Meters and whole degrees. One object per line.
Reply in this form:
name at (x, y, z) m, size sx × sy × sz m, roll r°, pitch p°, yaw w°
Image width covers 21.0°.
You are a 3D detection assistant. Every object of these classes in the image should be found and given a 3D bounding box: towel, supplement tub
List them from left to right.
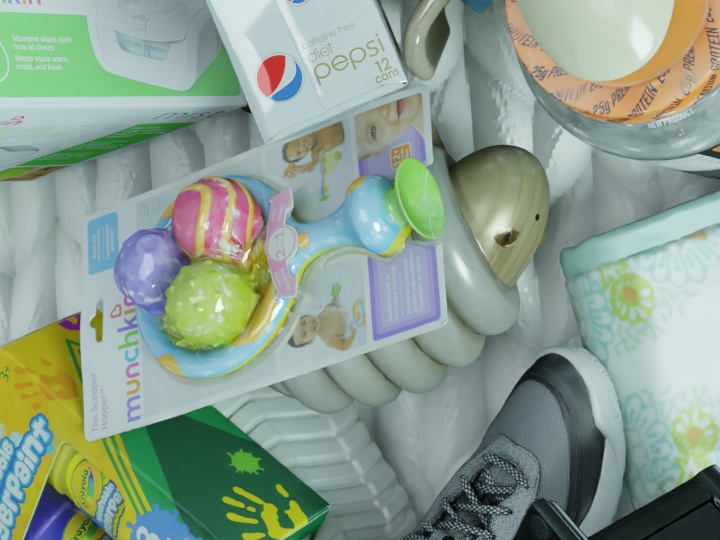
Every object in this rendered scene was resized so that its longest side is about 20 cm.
supplement tub at (0.139, -0.104, 0.821) m, size 0.122 × 0.200 × 0.123 m, roll -1°, pitch 88°, yaw 24°
towel at (0.203, 0.041, 0.873) m, size 0.199 × 0.048 × 0.172 m, roll -19°, pitch 81°, yaw 23°

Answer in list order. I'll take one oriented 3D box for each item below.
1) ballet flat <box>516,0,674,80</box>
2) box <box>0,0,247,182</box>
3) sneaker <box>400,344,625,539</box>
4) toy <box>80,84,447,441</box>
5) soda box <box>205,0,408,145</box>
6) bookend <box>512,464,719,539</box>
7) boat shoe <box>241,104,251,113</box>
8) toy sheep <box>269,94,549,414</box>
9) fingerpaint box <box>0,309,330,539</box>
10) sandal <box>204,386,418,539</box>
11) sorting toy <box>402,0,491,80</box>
ballet flat at (0.072, -0.166, 0.711) m, size 0.069 × 0.069 × 0.201 m, roll -16°, pitch 62°, yaw 23°
box at (-0.188, -0.105, 0.946) m, size 0.176 × 0.200 × 0.097 m, roll -13°, pitch 85°, yaw 40°
sneaker at (0.044, 0.126, 0.893) m, size 0.075 × 0.114 × 0.201 m, roll 36°, pitch 112°, yaw 45°
toy at (-0.058, -0.007, 0.855) m, size 0.199 × 0.047 × 0.116 m, roll -17°, pitch 62°, yaw 27°
soda box at (-0.019, -0.103, 0.851) m, size 0.063 × 0.200 × 0.068 m, roll -23°, pitch 96°, yaw 4°
bookend at (0.191, 0.156, 0.803) m, size 0.199 × 0.200 × 0.092 m, roll 50°, pitch 144°, yaw 27°
boat shoe at (-0.032, -0.175, 0.971) m, size 0.070 × 0.070 × 0.201 m, roll 22°, pitch 99°, yaw 22°
toy sheep at (0.000, 0.000, 0.921) m, size 0.200 × 0.138 × 0.138 m, roll -27°, pitch 78°, yaw 17°
fingerpaint box at (-0.128, 0.150, 0.970) m, size 0.167 × 0.073 × 0.200 m, roll 38°, pitch 125°, yaw 20°
sandal at (-0.043, 0.073, 0.978) m, size 0.203 × 0.082 × 0.050 m, roll 64°, pitch 154°, yaw 14°
sorting toy at (0.083, -0.180, 0.865) m, size 0.036 × 0.185 × 0.200 m, roll 31°, pitch 104°, yaw -2°
